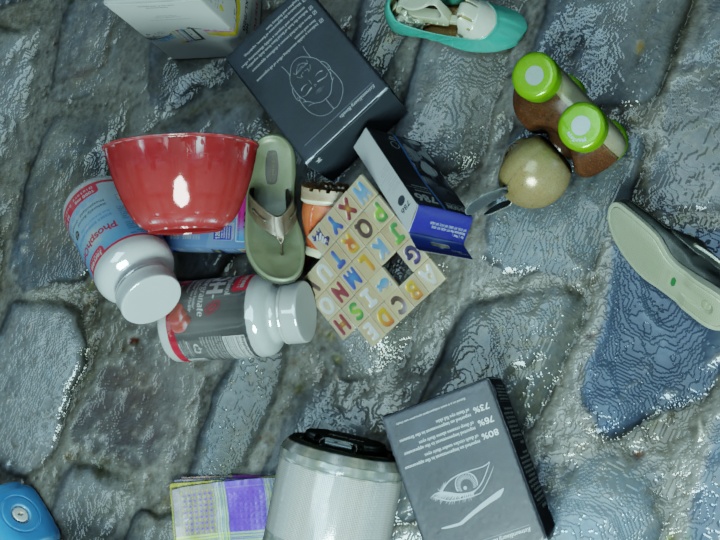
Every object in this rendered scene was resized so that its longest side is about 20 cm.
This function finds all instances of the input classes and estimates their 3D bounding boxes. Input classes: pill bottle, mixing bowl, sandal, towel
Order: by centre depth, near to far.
[{"bbox_3d":[-0.223,-0.103,1.170,0.197,0.200,0.110,-5,88,17],"label":"mixing bowl"},{"bbox_3d":[-0.117,-0.083,1.208,0.079,0.057,0.204,-5,82,-5],"label":"sandal"},{"bbox_3d":[-0.315,-0.027,1.231,0.109,0.109,0.201,-44,55,8],"label":"pill bottle"},{"bbox_3d":[-0.164,0.063,1.247,0.197,0.111,0.112,-5,81,17],"label":"pill bottle"},{"bbox_3d":[-0.169,0.353,1.258,0.197,0.023,0.146,-6,80,18],"label":"towel"}]

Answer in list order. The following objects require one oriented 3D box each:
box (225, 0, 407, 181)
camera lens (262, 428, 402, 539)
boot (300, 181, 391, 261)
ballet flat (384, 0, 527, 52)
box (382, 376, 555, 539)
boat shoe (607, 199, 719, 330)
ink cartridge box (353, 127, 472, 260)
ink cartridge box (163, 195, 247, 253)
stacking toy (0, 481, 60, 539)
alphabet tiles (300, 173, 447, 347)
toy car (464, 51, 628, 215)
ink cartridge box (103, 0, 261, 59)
[{"bbox_3d":[-0.058,-0.252,1.255,0.148,0.107,0.201,-40,72,9],"label":"box"},{"bbox_3d":[-0.037,0.307,1.148,0.158,0.160,0.203,10,86,19],"label":"camera lens"},{"bbox_3d":[0.016,-0.054,1.234,0.197,0.075,0.109,7,105,13],"label":"boot"},{"bbox_3d":[0.120,-0.334,1.226,0.197,0.070,0.068,13,87,19],"label":"ballet flat"},{"bbox_3d":[0.133,0.249,1.129,0.146,0.104,0.203,-21,77,14],"label":"box"},{"bbox_3d":[0.381,-0.015,1.113,0.067,0.072,0.200,-31,63,-26],"label":"boat shoe"},{"bbox_3d":[0.073,-0.099,1.161,0.039,0.099,0.201,-54,47,30],"label":"ink cartridge box"},{"bbox_3d":[-0.216,-0.094,1.305,0.197,0.076,0.139,1,83,20],"label":"ink cartridge box"},{"bbox_3d":[-0.543,0.412,1.344,0.200,0.116,0.110,-48,71,22],"label":"stacking toy"},{"bbox_3d":[0.000,0.000,1.195,0.168,0.008,0.200,50,130,7],"label":"alphabet tiles"},{"bbox_3d":[0.208,-0.142,1.135,0.200,0.164,0.158,-45,72,19],"label":"toy car"},{"bbox_3d":[-0.237,-0.401,1.284,0.142,0.200,0.150,1,83,16],"label":"ink cartridge box"}]
